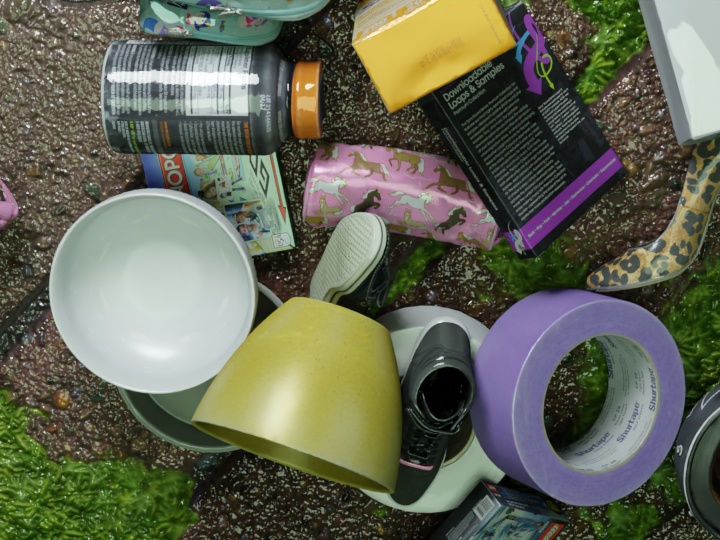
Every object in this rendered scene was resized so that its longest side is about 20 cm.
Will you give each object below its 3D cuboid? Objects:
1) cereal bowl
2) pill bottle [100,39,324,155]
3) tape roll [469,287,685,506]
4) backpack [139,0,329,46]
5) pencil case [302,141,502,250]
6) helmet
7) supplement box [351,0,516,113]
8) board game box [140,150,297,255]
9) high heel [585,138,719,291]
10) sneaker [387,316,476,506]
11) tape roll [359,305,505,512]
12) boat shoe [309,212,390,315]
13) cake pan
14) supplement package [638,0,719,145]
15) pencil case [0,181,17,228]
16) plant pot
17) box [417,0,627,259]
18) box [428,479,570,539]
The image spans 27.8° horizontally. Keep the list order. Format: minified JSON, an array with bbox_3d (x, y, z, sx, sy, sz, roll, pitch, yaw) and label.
[{"bbox_3d":[-0.195,0.014,1.409,0.199,0.083,0.201,1,104,4],"label":"cereal bowl"},{"bbox_3d":[-0.133,-0.160,1.351,0.199,0.106,0.107,2,107,3],"label":"pill bottle"},{"bbox_3d":[0.211,0.121,1.410,0.199,0.085,0.201,-4,100,-25],"label":"tape roll"},{"bbox_3d":[-0.114,-0.292,1.306,0.199,0.178,0.151,1,129,-2],"label":"backpack"},{"bbox_3d":[0.045,-0.072,1.409,0.199,0.087,0.083,7,75,1],"label":"pencil case"},{"bbox_3d":[0.408,0.188,1.408,0.199,0.190,0.201,-19,119,-36],"label":"helmet"},{"bbox_3d":[0.063,-0.222,1.301,0.126,0.200,0.074,-28,107,10],"label":"supplement box"},{"bbox_3d":[-0.147,-0.109,1.437,0.134,0.029,0.201,-10,106,5],"label":"board game box"},{"bbox_3d":[0.293,-0.068,1.410,0.199,0.071,0.143,-22,94,11],"label":"high heel"},{"bbox_3d":[0.060,0.151,1.392,0.070,0.099,0.201,15,108,-3],"label":"sneaker"},{"bbox_3d":[0.064,0.141,1.477,0.201,0.071,0.204,1,107,3],"label":"tape roll"},{"bbox_3d":[0.000,0.000,1.396,0.062,0.200,0.075,5,66,-13],"label":"boat shoe"},{"bbox_3d":[-0.154,0.088,1.491,0.199,0.037,0.201,1,107,3],"label":"cake pan"},{"bbox_3d":[0.359,-0.229,1.290,0.199,0.147,0.192,-15,90,8],"label":"supplement package"},{"bbox_3d":[-0.434,-0.027,1.443,0.200,0.083,0.087,-40,100,13],"label":"pencil case"},{"bbox_3d":[-0.041,0.109,1.359,0.199,0.200,0.143,20,77,-3],"label":"plant pot"},{"bbox_3d":[0.151,-0.132,1.369,0.143,0.036,0.201,-39,104,-26],"label":"box"},{"bbox_3d":[0.109,0.308,1.500,0.200,0.040,0.137,-50,140,15],"label":"box"}]
